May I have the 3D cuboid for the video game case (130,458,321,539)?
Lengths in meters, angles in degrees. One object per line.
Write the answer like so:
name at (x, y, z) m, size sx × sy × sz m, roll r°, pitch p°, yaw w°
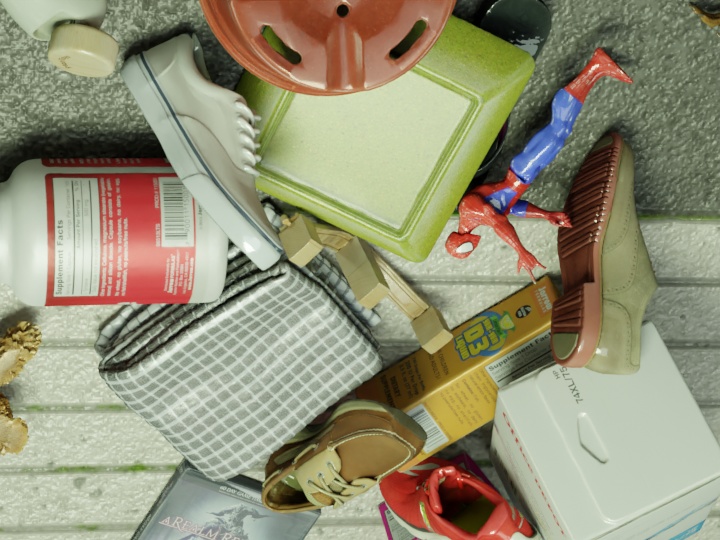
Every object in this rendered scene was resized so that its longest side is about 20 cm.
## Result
video game case at (-0.145, 0.267, 1.732) m, size 0.142 × 0.019 × 0.201 m, roll 22°, pitch 117°, yaw -26°

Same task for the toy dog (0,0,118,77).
toy dog at (-0.255, -0.206, 1.336) m, size 0.096 × 0.133 × 0.200 m, roll -13°, pitch 133°, yaw 46°

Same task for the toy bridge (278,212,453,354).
toy bridge at (0.000, 0.000, 1.551) m, size 0.027 × 0.067 × 0.200 m, roll -40°, pitch 135°, yaw 16°

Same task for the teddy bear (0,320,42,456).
teddy bear at (-0.332, 0.063, 1.526) m, size 0.145 × 0.067 × 0.200 m, roll -37°, pitch 119°, yaw 1°

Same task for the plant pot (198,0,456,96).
plant pot at (-0.018, -0.206, 1.291) m, size 0.199 × 0.195 × 0.203 m, roll -1°, pitch 103°, yaw -3°

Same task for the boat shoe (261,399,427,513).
boat shoe at (-0.018, 0.166, 1.600) m, size 0.075 × 0.074 × 0.200 m, roll 36°, pitch 148°, yaw -18°

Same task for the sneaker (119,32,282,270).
sneaker at (-0.104, -0.094, 1.396) m, size 0.071 × 0.201 × 0.073 m, roll -35°, pitch 161°, yaw 4°

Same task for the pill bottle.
pill bottle at (-0.206, -0.029, 1.455) m, size 0.198 × 0.113 × 0.113 m, roll -1°, pitch 124°, yaw -13°

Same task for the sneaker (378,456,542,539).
sneaker at (0.078, 0.193, 1.634) m, size 0.077 × 0.199 × 0.085 m, roll -48°, pitch 126°, yaw -15°

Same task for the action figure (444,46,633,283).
action figure at (0.154, -0.069, 1.511) m, size 0.200 × 0.065 × 0.099 m, roll -46°, pitch 79°, yaw 10°

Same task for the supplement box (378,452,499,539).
supplement box at (0.099, 0.275, 1.686) m, size 0.103 × 0.201 × 0.101 m, roll -32°, pitch 125°, yaw 11°

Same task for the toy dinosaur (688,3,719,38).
toy dinosaur at (0.322, -0.217, 1.490) m, size 0.199 × 0.061 × 0.106 m, roll 34°, pitch 109°, yaw -31°

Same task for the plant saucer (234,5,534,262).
plant saucer at (0.004, -0.113, 1.458) m, size 0.199 × 0.048 × 0.201 m, roll 25°, pitch 116°, yaw -10°

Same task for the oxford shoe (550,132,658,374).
oxford shoe at (0.203, -0.011, 1.541) m, size 0.074 × 0.070 × 0.202 m, roll 16°, pitch 74°, yaw -20°

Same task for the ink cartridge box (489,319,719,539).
ink cartridge box at (0.205, 0.162, 1.606) m, size 0.145 × 0.148 × 0.200 m, roll -24°, pitch 160°, yaw -7°

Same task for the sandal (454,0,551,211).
sandal at (0.090, -0.126, 1.501) m, size 0.075 × 0.048 × 0.202 m, roll 10°, pitch 121°, yaw -20°

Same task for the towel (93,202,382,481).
towel at (-0.095, 0.067, 1.566) m, size 0.199 × 0.086 × 0.166 m, roll -35°, pitch 126°, yaw 11°

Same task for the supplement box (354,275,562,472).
supplement box at (0.097, 0.089, 1.640) m, size 0.199 × 0.067 × 0.069 m, roll -30°, pitch 124°, yaw 7°
